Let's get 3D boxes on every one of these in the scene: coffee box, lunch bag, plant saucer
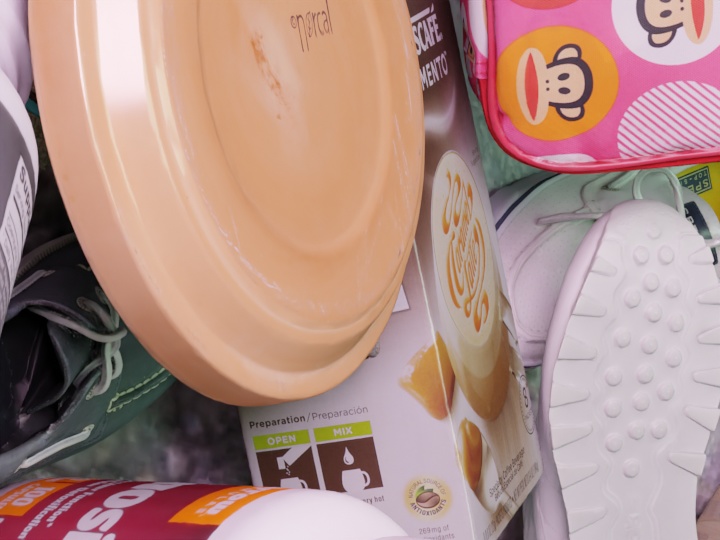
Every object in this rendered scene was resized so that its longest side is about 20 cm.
[{"bbox_3d":[0.000,0.000,1.040,0.114,0.080,0.200,-43,123,-70],"label":"coffee box"},{"bbox_3d":[0.122,-0.138,1.023,0.176,0.082,0.200,-5,109,-1],"label":"lunch bag"},{"bbox_3d":[-0.030,-0.060,0.869,0.200,0.032,0.200,25,61,-58],"label":"plant saucer"}]

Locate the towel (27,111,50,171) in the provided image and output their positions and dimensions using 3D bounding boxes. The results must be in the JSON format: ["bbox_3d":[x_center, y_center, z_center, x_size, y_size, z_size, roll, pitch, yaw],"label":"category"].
[{"bbox_3d":[-0.142,-0.124,0.961,0.148,0.036,0.200,-49,121,-33],"label":"towel"}]

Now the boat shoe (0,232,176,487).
[{"bbox_3d":[-0.106,0.037,0.972,0.200,0.062,0.073,-28,108,-42],"label":"boat shoe"}]

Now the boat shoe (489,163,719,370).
[{"bbox_3d":[0.122,-0.012,1.182,0.202,0.086,0.075,-24,105,-42],"label":"boat shoe"}]

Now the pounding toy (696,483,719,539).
[{"bbox_3d":[0.265,0.142,1.271,0.200,0.184,0.142,46,71,-33],"label":"pounding toy"}]

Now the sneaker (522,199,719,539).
[{"bbox_3d":[0.094,0.066,1.134,0.076,0.081,0.200,0,105,-18],"label":"sneaker"}]

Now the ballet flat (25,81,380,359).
[{"bbox_3d":[-0.054,-0.049,0.937,0.200,0.068,0.067,39,89,-19],"label":"ballet flat"}]

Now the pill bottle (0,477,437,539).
[{"bbox_3d":[-0.046,0.125,0.932,0.113,0.200,0.113,2,87,-45],"label":"pill bottle"}]

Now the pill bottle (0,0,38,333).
[{"bbox_3d":[-0.149,-0.005,0.764,0.116,0.116,0.200,45,37,-34],"label":"pill bottle"}]
